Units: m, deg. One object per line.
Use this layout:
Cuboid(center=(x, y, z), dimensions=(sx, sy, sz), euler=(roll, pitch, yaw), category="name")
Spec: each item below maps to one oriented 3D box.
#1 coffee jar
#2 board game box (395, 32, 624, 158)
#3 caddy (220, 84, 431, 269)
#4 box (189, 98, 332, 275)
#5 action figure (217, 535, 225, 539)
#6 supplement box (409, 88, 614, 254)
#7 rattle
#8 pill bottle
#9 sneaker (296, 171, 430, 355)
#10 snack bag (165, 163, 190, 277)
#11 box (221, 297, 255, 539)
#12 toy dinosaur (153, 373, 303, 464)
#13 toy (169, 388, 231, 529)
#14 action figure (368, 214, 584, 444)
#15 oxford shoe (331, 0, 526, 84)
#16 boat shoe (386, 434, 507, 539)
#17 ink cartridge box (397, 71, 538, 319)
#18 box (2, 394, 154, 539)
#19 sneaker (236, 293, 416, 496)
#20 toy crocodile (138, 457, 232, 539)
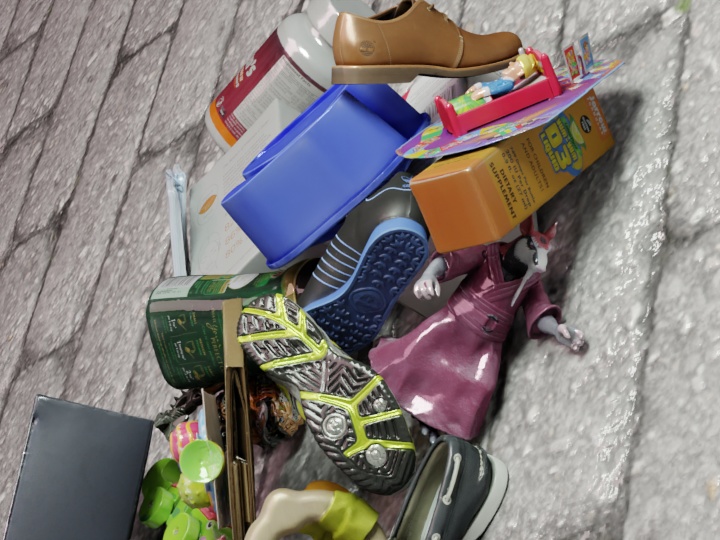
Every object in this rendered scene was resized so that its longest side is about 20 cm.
Cuboid(center=(-0.090, 0.048, 1.723), dimensions=(0.199, 0.105, 0.085), euler=(-7, 17, 25), category="coffee jar")
Cuboid(center=(0.113, -0.148, 1.520), dimensions=(0.158, 0.039, 0.200), euler=(-9, 19, 40), category="board game box")
Cuboid(center=(-0.025, -0.083, 1.633), dimensions=(0.200, 0.105, 0.141), euler=(-39, 11, 29), category="caddy")
Cuboid(center=(-0.084, -0.041, 1.862), dimensions=(0.152, 0.106, 0.200), euler=(-44, 32, 29), category="box")
Cuboid(center=(-0.155, 0.314, 1.585), dimensions=(0.134, 0.148, 0.201), euler=(-145, 73, -69), category="action figure")
Cuboid(center=(0.124, -0.087, 1.500), dimensions=(0.069, 0.067, 0.200), euler=(-14, 17, 40), category="supplement box")
Cuboid(center=(-0.048, 0.276, 1.531), dimensions=(0.143, 0.130, 0.201), euler=(178, 95, -68), category="rattle")
Cuboid(center=(-0.065, -0.200, 1.986), dimensions=(0.200, 0.109, 0.110), euler=(-46, 30, 24), category="pill bottle")
Cuboid(center=(0.000, 0.000, 1.573), dimensions=(0.200, 0.070, 0.078), euler=(-47, 26, 40), category="sneaker")
Cuboid(center=(-0.182, -0.009, 1.922), dimensions=(0.200, 0.021, 0.190), euler=(-128, 34, -80), category="snack bag")
Cuboid(center=(-0.103, 0.127, 1.599), dimensions=(0.200, 0.021, 0.164), euler=(-103, 9, -75), category="box")
Cuboid(center=(-0.118, 0.132, 1.798), dimensions=(0.136, 0.102, 0.200), euler=(-45, 9, -5), category="toy dinosaur")
Cuboid(center=(-0.139, 0.165, 1.616), dimensions=(0.200, 0.047, 0.116), euler=(121, 141, -82), category="toy")
Cuboid(center=(0.101, 0.041, 1.516), dimensions=(0.200, 0.134, 0.149), euler=(-55, 1, 10), category="action figure")
Cuboid(center=(0.063, -0.195, 1.585), dimensions=(0.071, 0.199, 0.072), euler=(5, 99, 52), category="oxford shoe")
Cuboid(center=(0.040, 0.222, 1.449), dimensions=(0.076, 0.060, 0.201), euler=(7, 69, 60), category="boat shoe")
Cuboid(center=(0.075, -0.080, 1.663), dimensions=(0.147, 0.085, 0.201), euler=(-39, 35, 32), category="ink cartridge box")
Cuboid(center=(-0.275, 0.238, 1.788), dimensions=(0.200, 0.117, 0.198), euler=(124, 158, -75), category="box")
Cuboid(center=(-0.017, 0.099, 1.517), dimensions=(0.075, 0.076, 0.200), euler=(-40, 66, 2), category="sneaker")
Cuboid(center=(-0.153, 0.233, 1.747), dimensions=(0.062, 0.067, 0.200), euler=(-59, 27, -2), category="toy crocodile")
